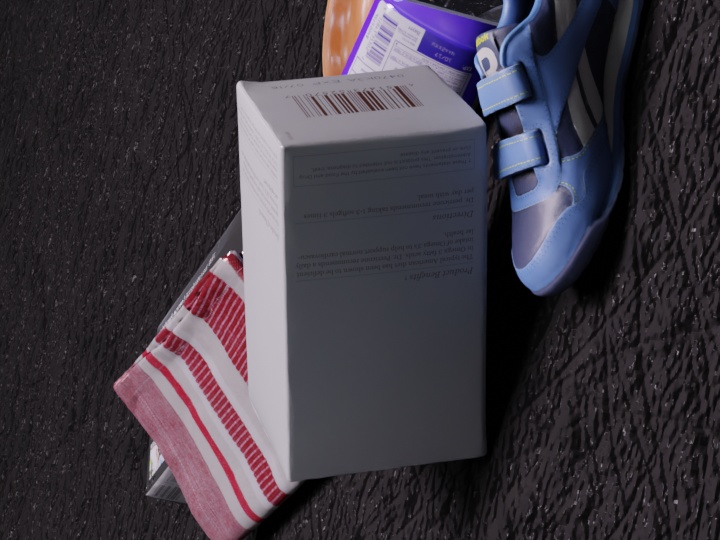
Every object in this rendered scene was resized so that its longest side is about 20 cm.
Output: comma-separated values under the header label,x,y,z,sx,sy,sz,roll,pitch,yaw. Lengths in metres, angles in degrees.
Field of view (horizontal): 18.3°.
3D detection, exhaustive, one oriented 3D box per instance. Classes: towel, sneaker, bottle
label,x,y,z,sx,sy,sz,roll,pitch,yaw
towel,-0.087,0.090,1.491,0.144,0.023,0.200,56,140,11
sneaker,0.094,-0.086,1.181,0.074,0.082,0.200,161,118,-64
bottle,0.022,-0.093,1.365,0.065,0.083,0.200,-45,-17,-58

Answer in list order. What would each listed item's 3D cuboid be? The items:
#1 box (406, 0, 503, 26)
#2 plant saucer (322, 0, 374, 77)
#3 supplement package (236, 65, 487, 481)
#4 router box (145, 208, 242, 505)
label,x,y,z,sx,sy,sz,roll,pitch,yaw
box,0.076,-0.237,1.207,0.048,0.158,0.200,-111,40,-59
plant saucer,0.030,-0.190,1.465,0.200,0.037,0.200,-167,90,-70
supplement package,0.000,0.000,1.243,0.117,0.117,0.200,-126,33,-63
router box,-0.097,0.062,1.621,0.200,0.051,0.149,130,148,-50
